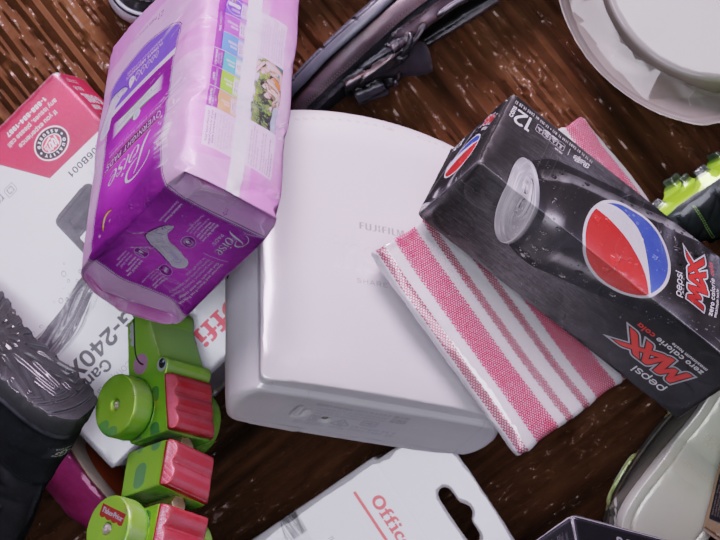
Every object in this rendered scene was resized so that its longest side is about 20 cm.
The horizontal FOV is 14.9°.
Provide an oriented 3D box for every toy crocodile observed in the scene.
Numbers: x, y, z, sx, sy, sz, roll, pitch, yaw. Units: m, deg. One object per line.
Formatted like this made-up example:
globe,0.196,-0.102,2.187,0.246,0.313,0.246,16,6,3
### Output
toy crocodile,-0.109,0.113,1.566,0.062,0.067,0.200,-23,56,40

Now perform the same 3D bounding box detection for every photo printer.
photo printer,0.000,0.000,1.613,0.166,0.069,0.200,11,59,-21

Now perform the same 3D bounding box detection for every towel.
towel,0.110,0.008,1.616,0.200,0.030,0.146,-33,85,-38

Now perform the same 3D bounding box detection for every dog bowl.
dog bowl,0.216,-0.183,1.651,0.200,0.059,0.200,0,89,4

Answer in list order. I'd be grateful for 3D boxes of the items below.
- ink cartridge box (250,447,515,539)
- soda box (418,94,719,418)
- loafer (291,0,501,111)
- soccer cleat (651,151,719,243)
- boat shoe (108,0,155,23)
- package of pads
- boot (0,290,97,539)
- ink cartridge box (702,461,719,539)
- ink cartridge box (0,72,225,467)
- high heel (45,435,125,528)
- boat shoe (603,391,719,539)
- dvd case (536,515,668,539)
ink cartridge box,-0.004,0.190,1.661,0.200,0.067,0.116,-34,86,4
soda box,0.136,-0.007,1.573,0.200,0.071,0.063,37,48,-11
loafer,0.038,-0.150,1.664,0.200,0.072,0.063,-43,90,0
soccer cleat,0.248,-0.045,1.632,0.200,0.068,0.081,-29,93,-10
boat shoe,-0.065,-0.203,1.673,0.199,0.068,0.074,-16,87,5
package of pads,-0.097,-0.080,1.575,0.076,0.200,0.121,26,133,-23
boot,-0.255,0.108,1.633,0.165,0.066,0.200,45,124,23
ink cartridge box,0.318,0.105,1.599,0.200,0.075,0.165,17,91,-17
ink cartridge box,-0.158,0.001,1.670,0.145,0.083,0.200,-45,86,3
high heel,-0.214,0.120,1.688,0.096,0.067,0.200,-44,79,10
boat shoe,0.220,0.092,1.641,0.072,0.060,0.202,45,82,-12
dvd case,0.121,0.205,1.573,0.150,0.200,0.025,16,51,-30
